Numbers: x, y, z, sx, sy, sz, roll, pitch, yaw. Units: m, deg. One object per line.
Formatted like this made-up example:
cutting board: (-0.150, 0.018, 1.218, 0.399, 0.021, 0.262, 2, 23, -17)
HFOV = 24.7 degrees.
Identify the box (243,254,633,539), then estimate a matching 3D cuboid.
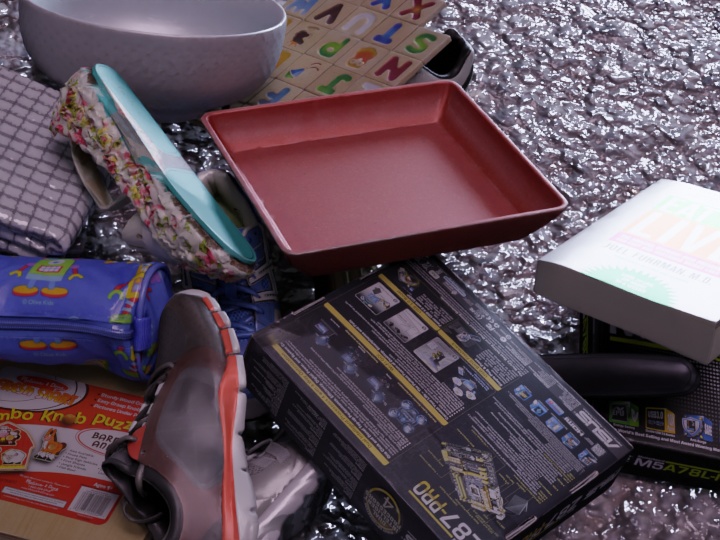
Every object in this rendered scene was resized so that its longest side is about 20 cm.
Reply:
box: (0.047, 0.088, 1.026, 0.161, 0.049, 0.200, -27, 63, -39)

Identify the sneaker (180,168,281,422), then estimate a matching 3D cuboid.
sneaker: (-0.093, 0.016, 1.115, 0.075, 0.077, 0.201, -12, 48, -5)

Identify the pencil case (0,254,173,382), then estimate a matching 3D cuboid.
pencil case: (-0.220, 0.028, 1.055, 0.199, 0.079, 0.087, 3, 18, 5)

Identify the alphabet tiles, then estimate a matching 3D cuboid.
alphabet tiles: (-0.033, -0.163, 1.280, 0.166, 0.006, 0.200, 26, 59, 39)

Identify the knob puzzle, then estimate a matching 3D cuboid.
knob puzzle: (-0.184, 0.103, 1.050, 0.218, 0.031, 0.220, -1, 39, 1)

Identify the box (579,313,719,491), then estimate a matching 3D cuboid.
box: (0.257, 0.071, 1.191, 0.199, 0.048, 0.194, 12, 50, -3)

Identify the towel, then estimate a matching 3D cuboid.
towel: (-0.274, -0.071, 1.149, 0.199, 0.086, 0.166, 19, 40, -4)

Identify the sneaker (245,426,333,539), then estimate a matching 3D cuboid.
sneaker: (-0.067, 0.132, 1.033, 0.082, 0.075, 0.200, 30, 50, 11)

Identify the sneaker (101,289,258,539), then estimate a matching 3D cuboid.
sneaker: (-0.111, 0.094, 0.970, 0.081, 0.077, 0.201, 1, 51, -17)

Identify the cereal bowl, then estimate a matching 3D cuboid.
cereal bowl: (-0.158, -0.166, 1.240, 0.199, 0.084, 0.200, 8, 24, -3)

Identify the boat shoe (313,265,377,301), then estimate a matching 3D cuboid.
boat shoe: (0.000, 0.000, 1.167, 0.062, 0.074, 0.201, 0, 49, -11)

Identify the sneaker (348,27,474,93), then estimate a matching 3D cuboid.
sneaker: (0.007, -0.136, 1.283, 0.199, 0.080, 0.074, -26, 63, -30)

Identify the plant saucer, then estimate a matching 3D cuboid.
plant saucer: (0.011, -0.062, 1.128, 0.198, 0.037, 0.200, -10, 34, -18)

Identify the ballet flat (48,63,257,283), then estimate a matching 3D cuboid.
ballet flat: (-0.141, -0.052, 1.087, 0.200, 0.064, 0.076, 52, 16, 26)

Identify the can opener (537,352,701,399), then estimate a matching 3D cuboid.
can opener: (0.130, 0.075, 1.117, 0.199, 0.063, 0.079, -5, 90, 11)

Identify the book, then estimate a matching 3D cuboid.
book: (0.227, -0.004, 1.170, 0.133, 0.048, 0.200, 22, 31, 26)
